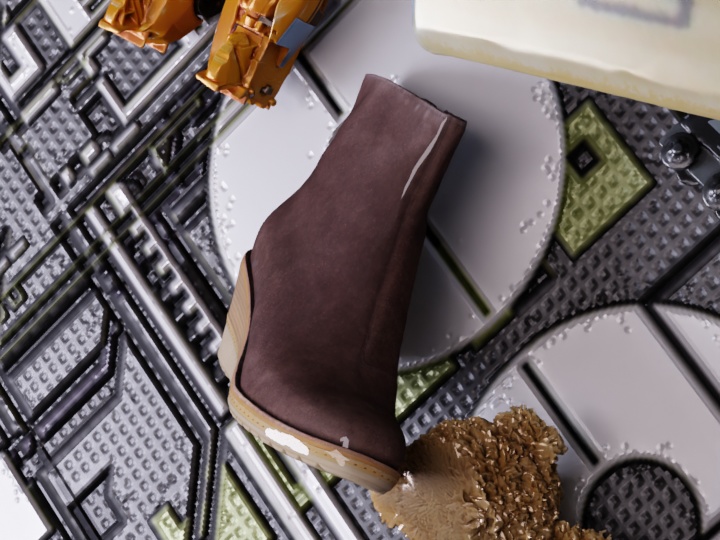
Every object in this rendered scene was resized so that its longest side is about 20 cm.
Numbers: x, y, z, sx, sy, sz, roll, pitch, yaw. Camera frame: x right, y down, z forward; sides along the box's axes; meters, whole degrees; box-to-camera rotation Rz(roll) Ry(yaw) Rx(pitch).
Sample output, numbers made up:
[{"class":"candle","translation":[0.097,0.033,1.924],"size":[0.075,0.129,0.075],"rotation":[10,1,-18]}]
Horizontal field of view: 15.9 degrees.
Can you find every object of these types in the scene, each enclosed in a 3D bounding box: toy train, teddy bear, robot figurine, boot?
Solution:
[{"class":"toy train","translation":[0.211,-0.004,1.136],"size":[0.046,0.034,0.200],"rotation":[-45,64,5]},{"class":"teddy bear","translation":[0.080,0.163,1.186],"size":[0.145,0.067,0.200],"rotation":[-47,72,29]},{"class":"robot figurine","translation":[-0.048,-0.191,1.285],"size":[0.145,0.058,0.201],"rotation":[29,101,28]},{"class":"boot","translation":[0.000,0.000,1.193],"size":[0.167,0.072,0.200],"rotation":[-61,26,8]}]

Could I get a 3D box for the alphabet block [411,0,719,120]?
[{"class":"alphabet block","translation":[0.160,-0.174,1.053],"size":[0.200,0.195,0.197],"rotation":[17,111,38]}]
